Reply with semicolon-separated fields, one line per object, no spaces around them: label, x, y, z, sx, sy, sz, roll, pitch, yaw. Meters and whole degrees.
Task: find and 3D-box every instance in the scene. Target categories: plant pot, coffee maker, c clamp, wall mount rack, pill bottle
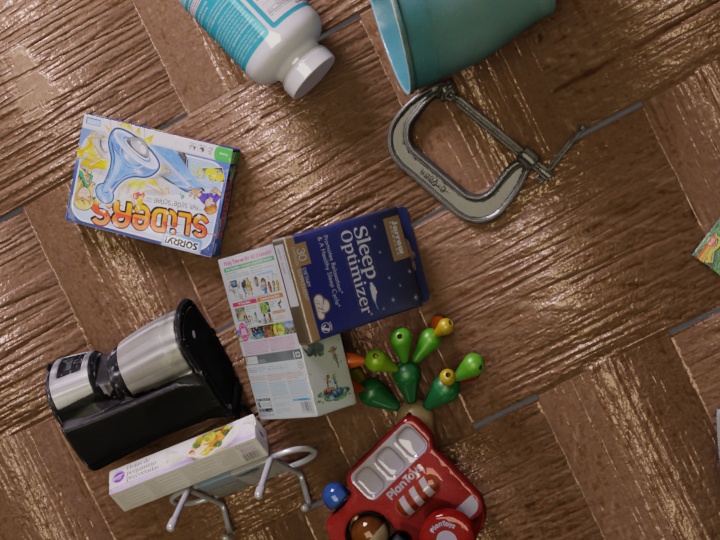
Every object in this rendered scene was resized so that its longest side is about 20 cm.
plant pot;0.110;-0.322;1.498;0.186;0.200;0.203;-19;91;-3
coffee maker;-0.256;0.162;1.639;0.198;0.135;0.194;-24;91;13
c clamp;0.137;-0.151;1.586;0.199;0.027;0.172;34;106;5
wall mount rack;-0.145;0.269;1.605;0.198;0.174;0.075;-23;66;13
pill bottle;-0.121;-0.296;1.580;0.111;0.111;0.200;-44;85;12

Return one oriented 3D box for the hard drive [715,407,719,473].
hard drive;0.481;0.245;1.539;0.133;0.042;0.203;-9;93;13

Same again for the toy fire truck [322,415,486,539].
toy fire truck;0.045;0.290;1.592;0.200;0.112;0.168;-44;87;16

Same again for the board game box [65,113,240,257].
board game box;-0.257;-0.105;1.664;0.197;0.034;0.137;13;98;10

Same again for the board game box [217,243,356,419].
board game box;-0.087;0.069;1.589;0.147;0.064;0.203;-11;94;56

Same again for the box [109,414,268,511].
box;-0.205;0.230;1.612;0.198;0.039;0.042;-23;130;11

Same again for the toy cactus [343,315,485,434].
toy cactus;0.056;0.139;1.606;0.197;0.103;0.167;-8;112;10

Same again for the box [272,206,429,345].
box;0.000;0.000;1.553;0.032;0.198;0.123;-13;94;53

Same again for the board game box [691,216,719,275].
board game box;0.476;-0.068;1.522;0.104;0.023;0.201;36;101;9
